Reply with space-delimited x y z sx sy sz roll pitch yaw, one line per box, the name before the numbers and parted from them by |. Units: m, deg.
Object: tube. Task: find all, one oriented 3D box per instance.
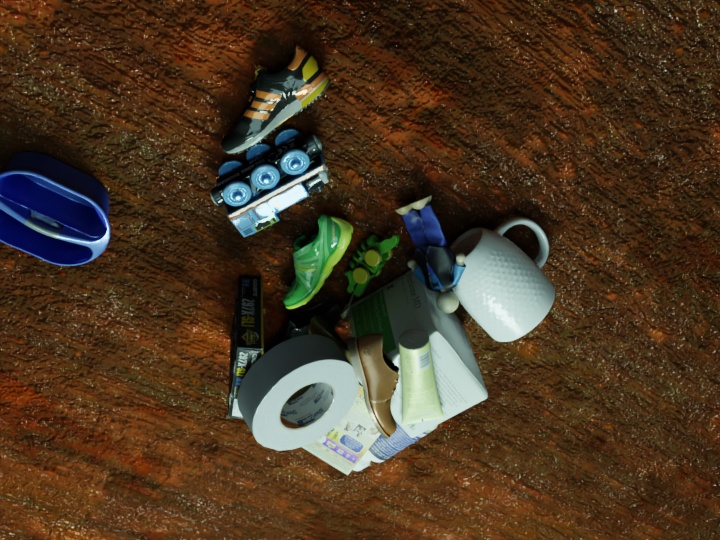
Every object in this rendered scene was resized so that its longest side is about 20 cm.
tube | 0.096 0.187 1.322 0.058 0.052 0.201 18 135 32

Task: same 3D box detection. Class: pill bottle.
pill bottle | 0.051 0.320 1.612 0.199 0.116 0.116 -36 124 16

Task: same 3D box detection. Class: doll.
doll | 0.123 -0.023 1.353 0.048 0.136 0.202 -25 96 -38

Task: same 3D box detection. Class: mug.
mug | 0.254 -0.004 1.404 0.200 0.148 0.175 -47 110 -3

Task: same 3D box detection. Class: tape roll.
tape roll | -0.102 0.206 1.317 0.199 0.066 0.202 -21 134 -23

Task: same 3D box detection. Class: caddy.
caddy | -0.488 -0.090 1.227 0.199 0.105 0.142 26 119 -26

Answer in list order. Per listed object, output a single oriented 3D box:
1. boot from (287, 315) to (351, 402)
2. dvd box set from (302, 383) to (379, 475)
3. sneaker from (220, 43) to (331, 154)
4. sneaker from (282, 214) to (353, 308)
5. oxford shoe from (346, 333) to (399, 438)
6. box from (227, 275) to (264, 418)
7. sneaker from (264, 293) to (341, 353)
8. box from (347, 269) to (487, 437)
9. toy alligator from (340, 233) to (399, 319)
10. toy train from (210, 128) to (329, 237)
boot | -0.101 0.198 1.404 0.200 0.066 0.175 -41 128 -1
dvd box set | -0.033 0.292 1.532 0.146 0.029 0.201 31 116 -5
sneaker | -0.145 -0.261 1.194 0.199 0.070 0.090 -33 110 14
sneaker | -0.086 -0.019 1.380 0.083 0.074 0.201 32 116 -6
oxford shoe | 0.036 0.194 1.303 0.071 0.071 0.201 -16 117 1
box | -0.201 0.131 1.379 0.049 0.201 0.161 4 125 -11
sneaker | -0.126 0.122 1.475 0.198 0.060 0.105 -18 129 -4
box | 0.100 0.149 1.441 0.170 0.200 0.200 -30 124 13
toy alligator | 0.000 0.000 1.412 0.054 0.059 0.201 42 119 13
toy train | -0.140 -0.143 1.266 0.199 0.087 0.114 -27 135 8
